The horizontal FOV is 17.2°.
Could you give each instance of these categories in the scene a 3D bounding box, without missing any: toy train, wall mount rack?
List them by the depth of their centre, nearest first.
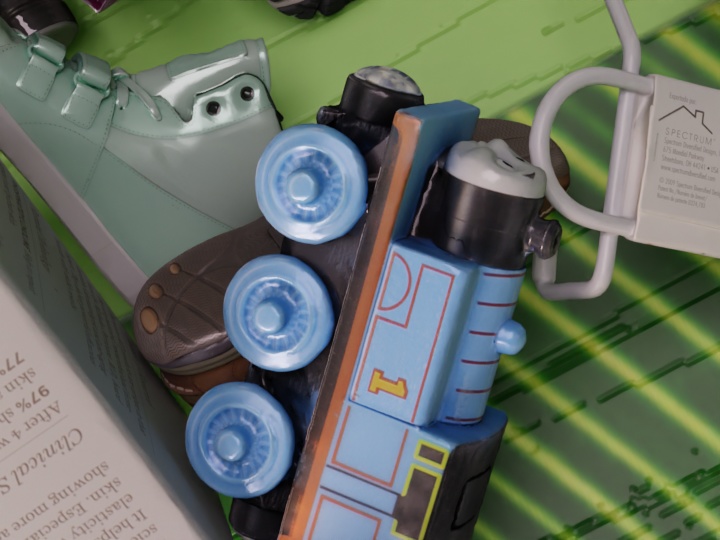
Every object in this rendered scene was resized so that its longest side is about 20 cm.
[{"bbox_3d":[0.008,0.024,0.929,0.114,0.087,0.200,20,103,16],"label":"toy train"},{"bbox_3d":[0.144,-0.064,0.990,0.200,0.075,0.174,11,83,-27],"label":"wall mount rack"}]

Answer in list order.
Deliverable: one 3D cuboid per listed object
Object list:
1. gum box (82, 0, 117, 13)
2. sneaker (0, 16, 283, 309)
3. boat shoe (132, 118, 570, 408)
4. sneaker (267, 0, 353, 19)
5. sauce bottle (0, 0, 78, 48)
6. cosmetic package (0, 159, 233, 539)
[{"bbox_3d":[-0.158,-0.203,1.011,0.200,0.114,0.066,36,112,-1],"label":"gum box"},{"bbox_3d":[-0.107,-0.087,1.028,0.118,0.074,0.200,-39,111,2],"label":"sneaker"},{"bbox_3d":[0.000,0.000,1.030,0.200,0.072,0.076,-25,41,-3],"label":"boat shoe"},{"bbox_3d":[0.020,-0.200,1.060,0.200,0.078,0.080,-36,68,1],"label":"sneaker"},{"bbox_3d":[-0.197,-0.180,1.091,0.065,0.065,0.200,-32,78,2],"label":"sauce bottle"},{"bbox_3d":[-0.173,0.070,0.950,0.167,0.166,0.200,-33,114,1],"label":"cosmetic package"}]
